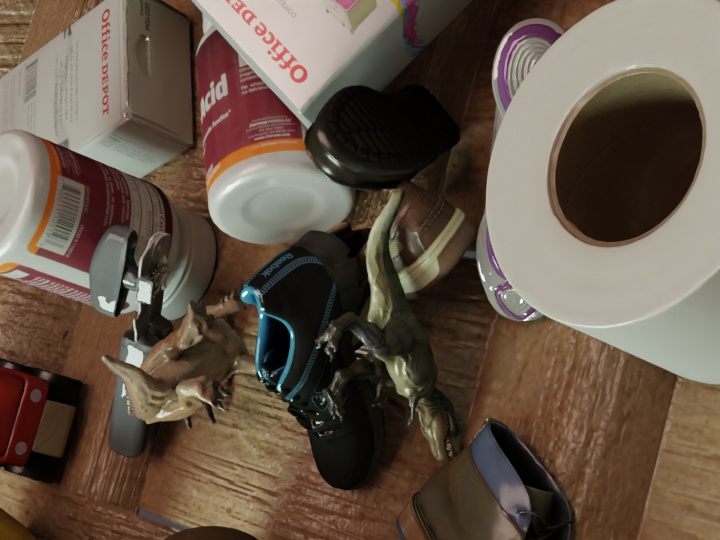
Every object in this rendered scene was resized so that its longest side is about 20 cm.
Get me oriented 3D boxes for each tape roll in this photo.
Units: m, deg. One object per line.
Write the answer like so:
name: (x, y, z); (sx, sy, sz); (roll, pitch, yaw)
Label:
tape roll: (0.192, -0.046, 0.934); (0.201, 0.138, 0.205); (-19, 62, 39)

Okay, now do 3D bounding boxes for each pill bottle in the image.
pill bottle: (-0.222, -0.031, 1.307); (0.113, 0.199, 0.116); (-19, 60, 38)
pill bottle: (-0.071, -0.134, 1.246); (0.114, 0.114, 0.202); (-30, 55, 34)

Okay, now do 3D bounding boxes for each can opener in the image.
can opener: (-0.189, 0.054, 1.279); (0.066, 0.053, 0.202); (18, 119, 10)

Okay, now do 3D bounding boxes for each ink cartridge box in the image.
ink cartridge box: (-0.248, -0.149, 1.468); (0.199, 0.084, 0.147); (-28, 56, 38)
ink cartridge box: (-0.010, -0.216, 1.130); (0.200, 0.085, 0.145); (-45, 74, 4)

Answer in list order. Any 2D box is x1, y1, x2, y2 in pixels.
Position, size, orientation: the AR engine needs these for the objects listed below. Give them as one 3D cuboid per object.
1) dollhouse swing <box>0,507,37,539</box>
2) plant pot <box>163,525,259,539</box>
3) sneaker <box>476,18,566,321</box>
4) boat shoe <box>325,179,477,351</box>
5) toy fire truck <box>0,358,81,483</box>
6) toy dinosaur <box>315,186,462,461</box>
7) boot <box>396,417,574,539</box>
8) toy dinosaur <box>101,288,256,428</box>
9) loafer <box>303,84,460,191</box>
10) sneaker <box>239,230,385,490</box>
dollhouse swing: (-0.325, 0.304, 1.313); (0.176, 0.182, 0.199); (-48, 43, -8)
plant pot: (-0.104, 0.287, 1.096); (0.187, 0.186, 0.201); (-39, 35, 28)
sneaker: (0.124, -0.067, 1.074); (0.074, 0.100, 0.203); (7, 98, 12)
boat shoe: (0.003, -0.004, 1.124); (0.202, 0.075, 0.075); (-42, 11, 47)
toy fire truck: (-0.370, 0.096, 1.407); (0.175, 0.199, 0.130); (9, 81, 47)
toy dinosaur: (0.013, 0.050, 1.051); (0.088, 0.202, 0.047); (-28, 29, -23)
boot: (0.097, 0.182, 0.989); (0.097, 0.074, 0.200); (-57, 42, 16)
toy dinosaur: (-0.136, 0.080, 1.216); (0.135, 0.199, 0.087); (-28, 85, 37)
loafer: (0.011, -0.081, 1.108); (0.071, 0.200, 0.073); (-42, 80, 23)
sneaker: (-0.038, 0.073, 1.100); (0.073, 0.082, 0.202); (19, 129, 45)
